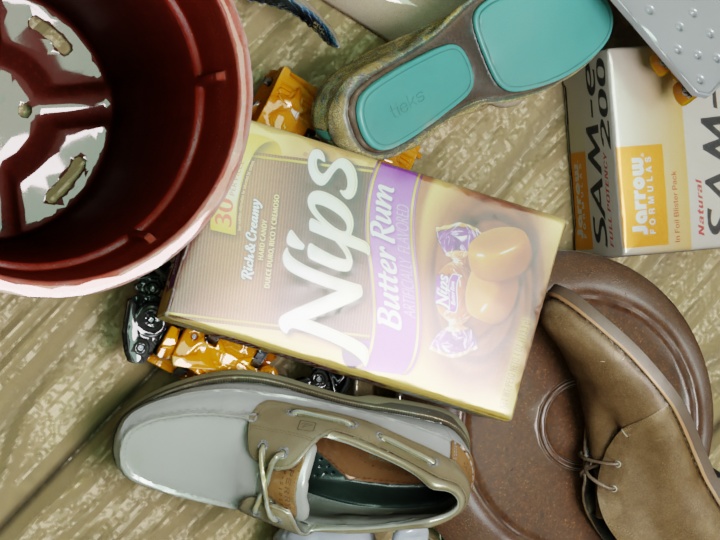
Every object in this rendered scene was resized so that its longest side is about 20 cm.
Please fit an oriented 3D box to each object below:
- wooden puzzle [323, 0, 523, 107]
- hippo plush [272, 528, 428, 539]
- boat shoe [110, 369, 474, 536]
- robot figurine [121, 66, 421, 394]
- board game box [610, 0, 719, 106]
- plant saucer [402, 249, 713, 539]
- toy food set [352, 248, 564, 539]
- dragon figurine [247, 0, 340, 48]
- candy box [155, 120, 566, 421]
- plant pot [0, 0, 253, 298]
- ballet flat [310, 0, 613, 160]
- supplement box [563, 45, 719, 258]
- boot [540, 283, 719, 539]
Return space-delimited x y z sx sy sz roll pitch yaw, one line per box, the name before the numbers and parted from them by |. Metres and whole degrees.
wooden puzzle | 0.066 -0.225 1.262 0.185 0.046 0.200 30 81 -17
hippo plush | -0.025 0.194 1.165 0.161 0.200 0.159 -46 136 -24
boat shoe | -0.037 0.102 1.157 0.200 0.068 0.075 1 113 -3
robot figurine | -0.052 -0.005 1.216 0.145 0.058 0.200 30 80 -16
board game box | 0.183 -0.222 1.264 0.200 0.026 0.200 49 55 -3
plant saucer | 0.123 0.088 1.239 0.200 0.034 0.200 0 89 -19
toy food set | 0.087 0.080 1.269 0.198 0.049 0.200 -7 93 -19
dragon figurine | -0.106 -0.178 1.194 0.099 0.059 0.200 -41 98 -12
candy box | 0.000 0.000 1.164 0.200 0.056 0.117 17 84 -9
plant pot | -0.178 -0.086 1.099 0.201 0.195 0.201 0 90 -19
ballet flat | 0.054 -0.119 1.216 0.200 0.071 0.071 -29 99 -28
supplement box | 0.230 -0.077 1.304 0.200 0.074 0.126 -6 91 -19
boot | 0.149 0.100 1.197 0.075 0.074 0.200 -35 104 -5
